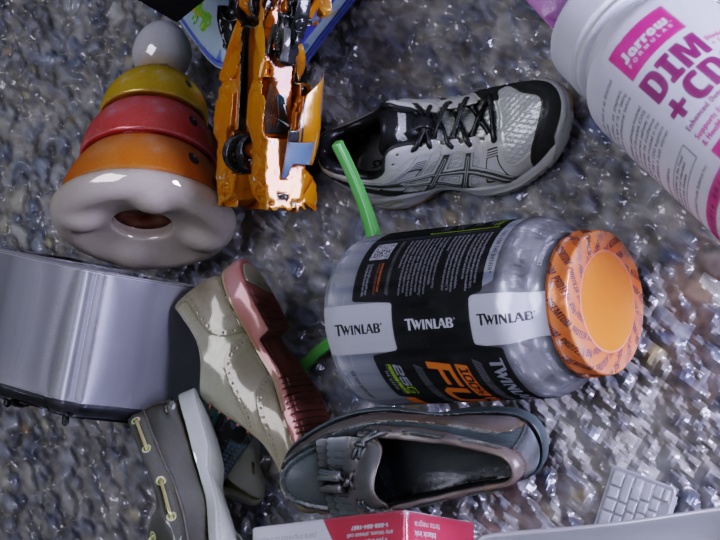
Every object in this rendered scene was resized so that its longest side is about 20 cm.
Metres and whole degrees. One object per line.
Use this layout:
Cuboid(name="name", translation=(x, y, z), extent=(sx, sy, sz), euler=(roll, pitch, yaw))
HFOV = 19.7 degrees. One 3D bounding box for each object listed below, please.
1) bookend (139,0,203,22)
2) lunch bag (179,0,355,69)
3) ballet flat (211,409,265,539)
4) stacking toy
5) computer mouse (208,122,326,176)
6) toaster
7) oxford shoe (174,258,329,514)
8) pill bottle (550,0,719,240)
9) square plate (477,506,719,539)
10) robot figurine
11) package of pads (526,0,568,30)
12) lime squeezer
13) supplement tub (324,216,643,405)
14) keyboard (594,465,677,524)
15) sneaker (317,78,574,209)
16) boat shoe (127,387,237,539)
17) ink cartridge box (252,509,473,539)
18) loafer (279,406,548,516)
Cuboid(name="bookend", translation=(-0.164, -0.274, 1.588), extent=(0.200, 0.092, 0.200), euler=(-29, 43, 45))
Cuboid(name="lunch bag", translation=(-0.063, -0.254, 1.631), extent=(0.200, 0.082, 0.161), euler=(-52, 51, 18))
Cuboid(name="ballet flat", translation=(-0.111, 0.180, 1.573), extent=(0.074, 0.074, 0.201), euler=(14, 72, 41))
Cuboid(name="stacking toy", translation=(-0.166, -0.114, 1.641), extent=(0.146, 0.146, 0.201), euler=(-18, 58, 36))
Cuboid(name="computer mouse", translation=(-0.102, -0.111, 1.661), extent=(0.199, 0.034, 0.059), euler=(13, 88, 42))
Cuboid(name="toaster", translation=(-0.222, 0.053, 1.612), extent=(0.180, 0.199, 0.119), euler=(10, 90, 42))
Cuboid(name="oxford shoe", translation=(-0.075, 0.096, 1.543), extent=(0.074, 0.071, 0.201), euler=(-26, 75, 15))
Cuboid(name="pill bottle", translation=(0.218, -0.110, 1.338), extent=(0.114, 0.113, 0.200), euler=(-55, 51, 16))
Cuboid(name="square plate", translation=(0.170, 0.261, 1.331), extent=(0.199, 0.028, 0.199), euler=(-11, 75, 32))
Cuboid(name="robot figurine", translation=(-0.066, -0.145, 1.528), extent=(0.145, 0.058, 0.201), euler=(9, 94, 63))
Cuboid(name="package of pads", translation=(0.133, -0.267, 1.475), extent=(0.121, 0.076, 0.200), euler=(-49, 53, 17))
Cuboid(name="lime squeezer", translation=(0.000, 0.000, 1.523), extent=(0.070, 0.038, 0.201), euler=(30, 128, 28))
Cuboid(name="supplement tub", translation=(0.084, 0.028, 1.411), extent=(0.199, 0.122, 0.123), euler=(-6, 75, 40))
Cuboid(name="keyboard", translation=(0.159, 0.232, 1.371), extent=(0.056, 0.011, 0.201), euler=(18, 90, 41))
Cuboid(name="sneaker", translation=(0.057, -0.092, 1.488), extent=(0.199, 0.087, 0.076), euler=(-18, 66, 34))
Cuboid(name="boat shoe", translation=(-0.124, 0.182, 1.492), extent=(0.060, 0.072, 0.203), euler=(-17, 57, 3))
Cuboid(name="ink cartridge box", translation=(0.001, 0.276, 1.444), extent=(0.146, 0.083, 0.201), euler=(-12, 71, 37))
Cuboid(name="loafer", translation=(0.029, 0.133, 1.433), extent=(0.199, 0.063, 0.072), euler=(-11, 102, 21))
